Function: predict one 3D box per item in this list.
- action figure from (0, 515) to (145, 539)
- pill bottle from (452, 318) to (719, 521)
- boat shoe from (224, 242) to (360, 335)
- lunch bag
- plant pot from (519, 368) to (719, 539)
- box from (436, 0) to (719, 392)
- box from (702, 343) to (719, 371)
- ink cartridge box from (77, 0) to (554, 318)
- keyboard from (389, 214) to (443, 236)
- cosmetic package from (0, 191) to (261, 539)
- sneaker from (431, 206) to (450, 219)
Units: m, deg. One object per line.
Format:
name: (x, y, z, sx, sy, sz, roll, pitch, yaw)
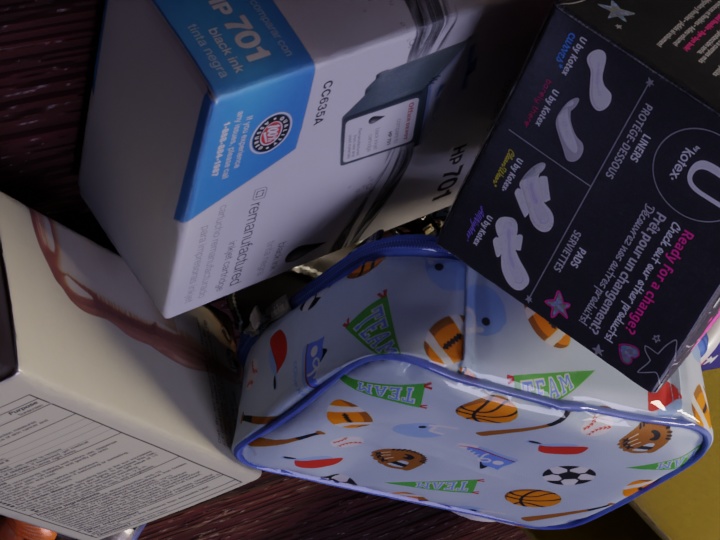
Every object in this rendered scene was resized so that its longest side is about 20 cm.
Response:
action figure: (-0.173, 0.132, 1.097, 0.200, 0.105, 0.194, -57, 166, -14)
pill bottle: (0.099, 0.051, 1.103, 0.112, 0.112, 0.200, -19, 157, -31)
boat shoe: (-0.020, 0.025, 1.022, 0.072, 0.061, 0.201, -10, 161, 13)
lunch bag: (0.044, 0.054, 0.947, 0.200, 0.076, 0.160, 17, 149, -26)
plant pot: (0.220, 0.114, 1.408, 0.200, 0.196, 0.194, -34, 156, -18)
box: (0.143, -0.064, 0.890, 0.200, 0.115, 0.132, -39, 160, -49)
box: (0.195, -0.022, 1.226, 0.200, 0.104, 0.148, -8, 145, -45)
ink cartridge box: (-0.008, -0.083, 0.891, 0.200, 0.086, 0.147, -21, 151, -27)
keyboard: (0.000, 0.000, 1.084, 0.127, 0.021, 0.200, -13, 162, 19)
cosmetic package: (-0.137, 0.046, 0.914, 0.103, 0.087, 0.200, -21, 156, 18)
sneaker: (0.100, -0.082, 1.057, 0.200, 0.079, 0.096, -19, 161, -14)
